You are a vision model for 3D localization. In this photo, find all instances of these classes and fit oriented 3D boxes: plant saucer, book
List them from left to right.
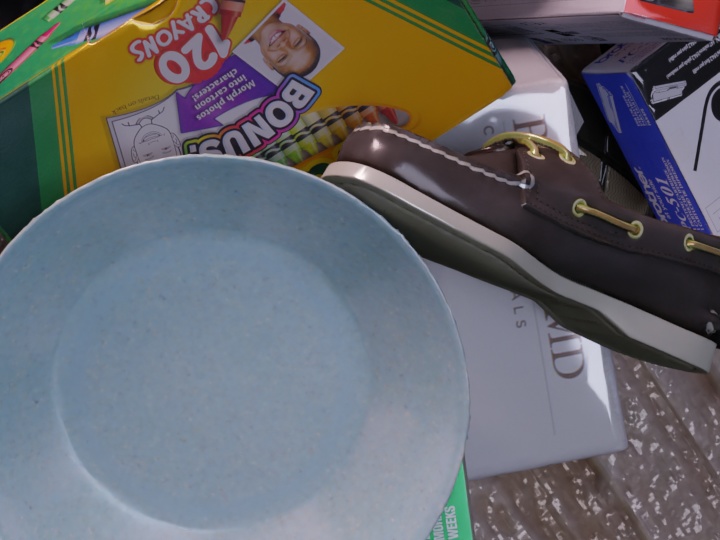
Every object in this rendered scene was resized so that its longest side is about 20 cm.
[{"bbox_3d":[-0.058,0.048,1.060,0.200,0.039,0.202,-1,107,-3],"label":"plant saucer"},{"bbox_3d":[-0.052,0.117,1.117,0.199,0.048,0.134,-8,92,4],"label":"book"}]

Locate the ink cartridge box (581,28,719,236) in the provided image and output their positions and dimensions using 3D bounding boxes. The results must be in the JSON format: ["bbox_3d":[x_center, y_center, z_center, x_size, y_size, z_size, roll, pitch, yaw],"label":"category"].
[{"bbox_3d":[0.205,-0.108,1.287,0.200,0.044,0.094,-37,109,-21],"label":"ink cartridge box"}]

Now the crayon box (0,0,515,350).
[{"bbox_3d":[-0.055,-0.073,1.066,0.199,0.058,0.119,-33,123,4],"label":"crayon box"}]

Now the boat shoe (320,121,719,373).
[{"bbox_3d":[0.070,-0.020,1.080,0.201,0.072,0.061,26,81,-35],"label":"boat shoe"}]

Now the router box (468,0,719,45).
[{"bbox_3d":[0.111,-0.195,1.232,0.049,0.200,0.181,12,90,-22],"label":"router box"}]

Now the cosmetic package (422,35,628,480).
[{"bbox_3d":[0.000,0.000,1.214,0.199,0.166,0.168,-10,101,0],"label":"cosmetic package"}]

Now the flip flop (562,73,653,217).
[{"bbox_3d":[0.054,-0.071,1.316,0.199,0.058,0.081,24,97,-8],"label":"flip flop"}]

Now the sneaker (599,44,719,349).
[{"bbox_3d":[0.180,-0.057,1.341,0.088,0.074,0.201,-21,118,-15],"label":"sneaker"}]

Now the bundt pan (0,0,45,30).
[{"bbox_3d":[-0.109,-0.169,1.123,0.202,0.202,0.076,36,42,-22],"label":"bundt pan"}]
